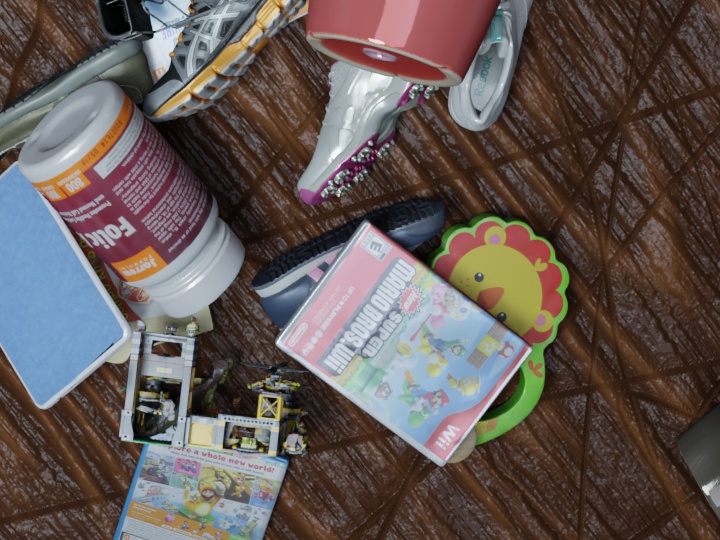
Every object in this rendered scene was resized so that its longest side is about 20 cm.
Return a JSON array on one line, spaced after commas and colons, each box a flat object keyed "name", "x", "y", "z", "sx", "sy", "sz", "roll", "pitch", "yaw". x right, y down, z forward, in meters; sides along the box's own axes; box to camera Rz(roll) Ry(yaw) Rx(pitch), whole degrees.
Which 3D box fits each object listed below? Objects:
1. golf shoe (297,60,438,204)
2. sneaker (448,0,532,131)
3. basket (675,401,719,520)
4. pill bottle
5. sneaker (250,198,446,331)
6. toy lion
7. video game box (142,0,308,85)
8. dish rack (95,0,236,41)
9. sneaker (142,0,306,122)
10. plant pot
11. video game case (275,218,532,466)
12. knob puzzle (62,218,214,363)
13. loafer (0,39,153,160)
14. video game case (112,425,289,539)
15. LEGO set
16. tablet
[{"name": "golf shoe", "x": -0.002, "y": -0.153, "z": 1.431, "sx": 0.091, "sy": 0.075, "sz": 0.200, "roll": 43, "pitch": 102, "yaw": 14}, {"name": "sneaker", "x": 0.122, "y": -0.226, "z": 1.396, "sx": 0.074, "sy": 0.089, "sz": 0.203, "roll": 5, "pitch": 98, "yaw": 0}, {"name": "basket", "x": 0.413, "y": 0.160, "z": 1.463, "sx": 0.199, "sy": 0.136, "sz": 0.181, "roll": -33, "pitch": 97, "yaw": 11}, {"name": "pill bottle", "x": -0.198, "y": -0.059, "z": 1.368, "sx": 0.114, "sy": 0.114, "sz": 0.200, "roll": -36, "pitch": 119, "yaw": 7}, {"name": "sneaker", "x": 0.000, "y": 0.000, "z": 1.462, "sx": 0.198, "sy": 0.070, "sz": 0.083, "roll": -23, "pitch": 110, "yaw": 11}, {"name": "toy lion", "x": 0.117, "y": 0.055, "z": 1.478, "sx": 0.190, "sy": 0.069, "sz": 0.202, "roll": -25, "pitch": 102, "yaw": -3}, {"name": "video game box", "x": -0.141, "y": -0.290, "z": 1.405, "sx": 0.198, "sy": 0.047, "sz": 0.184, "roll": -26, "pitch": 104, "yaw": 6}, {"name": "dish rack", "x": -0.138, "y": -0.292, "z": 1.315, "sx": 0.198, "sy": 0.054, "sz": 0.155, "roll": -17, "pitch": 79, "yaw": 20}, {"name": "sneaker", "x": -0.127, "y": -0.213, "z": 1.369, "sx": 0.077, "sy": 0.078, "sz": 0.200, "roll": 45, "pitch": 97, "yaw": 2}, {"name": "plant pot", "x": 0.042, "y": -0.262, "z": 1.306, "sx": 0.198, "sy": 0.200, "sz": 0.180, "roll": 16, "pitch": 88, "yaw": -4}, {"name": "video game case", "x": 0.040, "y": 0.068, "z": 1.426, "sx": 0.199, "sy": 0.017, "sz": 0.144, "roll": 36, "pitch": 97, "yaw": -10}, {"name": "knob puzzle", "x": -0.253, "y": -0.009, "z": 1.473, "sx": 0.216, "sy": 0.030, "sz": 0.223, "roll": 0, "pitch": 103, "yaw": -1}, {"name": "loafer", "x": -0.270, "y": -0.142, "z": 1.410, "sx": 0.198, "sy": 0.075, "sz": 0.070, "roll": -26, "pitch": 108, "yaw": 23}, {"name": "video game case", "x": -0.168, "y": 0.256, "z": 1.538, "sx": 0.141, "sy": 0.018, "sz": 0.202, "roll": 19, "pitch": 102, "yaw": -4}, {"name": "LEGO set", "x": -0.137, "y": 0.103, "z": 1.438, "sx": 0.197, "sy": 0.154, "sz": 0.118, "roll": 6, "pitch": 89, "yaw": 10}, {"name": "tablet", "x": -0.305, "y": 0.014, "z": 1.436, "sx": 0.130, "sy": 0.014, "sz": 0.201, "roll": -38, "pitch": 79, "yaw": 22}]
